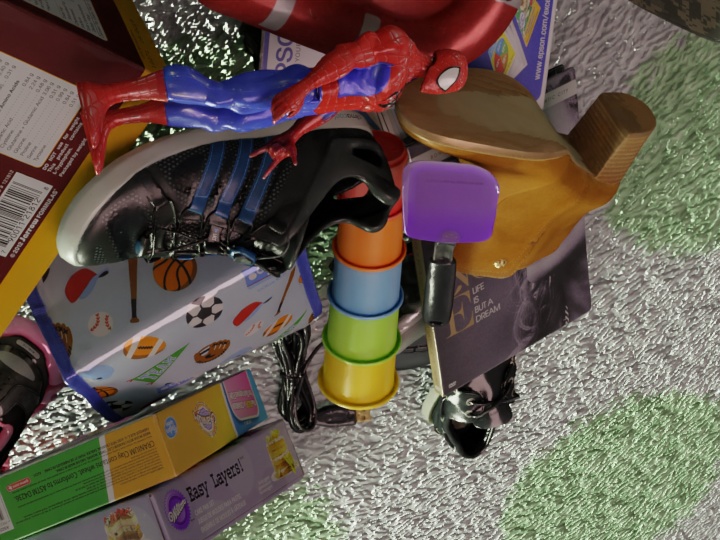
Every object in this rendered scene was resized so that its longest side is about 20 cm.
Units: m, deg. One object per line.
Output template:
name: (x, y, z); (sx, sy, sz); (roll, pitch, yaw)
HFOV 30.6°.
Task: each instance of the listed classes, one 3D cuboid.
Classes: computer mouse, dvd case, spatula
computer mouse: (0.025, 0.075, 1.055); (0.197, 0.046, 0.142); (-12, 132, -20)
dvd case: (0.100, -0.026, 0.927); (0.148, 0.016, 0.202); (-27, 124, -25)
spatula: (0.052, -0.009, 0.819); (0.056, 0.021, 0.201); (3, 155, 3)

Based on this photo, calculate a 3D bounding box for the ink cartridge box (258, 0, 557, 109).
ink cartridge box: (0.031, -0.197, 0.776); (0.197, 0.047, 0.201); (-1, 108, -25)

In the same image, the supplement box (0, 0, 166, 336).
supplement box: (-0.246, -0.094, 0.691); (0.199, 0.133, 0.198); (22, 116, -41)

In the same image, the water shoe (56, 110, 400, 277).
water shoe: (-0.065, -0.035, 0.718); (0.198, 0.079, 0.072); (-22, 156, -27)

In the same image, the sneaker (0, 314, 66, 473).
sneaker: (-0.267, 0.121, 0.877); (0.078, 0.096, 0.201); (30, 122, -8)

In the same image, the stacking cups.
stacking cups: (0.000, 0.000, 0.880); (0.060, 0.061, 0.202); (-13, 130, -18)

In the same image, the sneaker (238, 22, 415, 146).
sneaker: (-0.010, -0.122, 0.853); (0.073, 0.072, 0.200); (-52, 135, -8)

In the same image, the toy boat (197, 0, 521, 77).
toy boat: (0.006, -0.171, 0.670); (0.198, 0.131, 0.132); (16, 101, -30)

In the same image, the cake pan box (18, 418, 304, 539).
cake pan box: (-0.161, 0.174, 0.901); (0.198, 0.053, 0.184); (-23, 177, 27)

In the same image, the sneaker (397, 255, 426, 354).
sneaker: (0.087, 0.008, 0.987); (0.199, 0.075, 0.082); (-37, 120, -3)

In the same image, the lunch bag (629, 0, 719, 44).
lunch bag: (0.241, -0.264, 0.810); (0.167, 0.139, 0.201); (-40, 141, -17)

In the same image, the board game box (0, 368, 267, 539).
board game box: (-0.161, 0.124, 0.891); (0.151, 0.041, 0.200); (-23, 179, 13)

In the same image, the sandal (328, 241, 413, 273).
sandal: (0.066, -0.048, 0.947); (0.199, 0.075, 0.045); (-33, 94, -2)

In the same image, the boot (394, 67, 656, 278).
boot: (0.081, -0.049, 0.820); (0.199, 0.071, 0.145); (-2, 142, -34)

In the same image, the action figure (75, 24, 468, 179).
action figure: (-0.039, -0.086, 0.663); (0.197, 0.052, 0.066); (-15, 164, -12)

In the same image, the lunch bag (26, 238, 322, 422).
lunch bag: (-0.119, 0.014, 0.863); (0.168, 0.125, 0.200); (-28, 159, -4)

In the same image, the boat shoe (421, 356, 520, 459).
boat shoe: (0.096, 0.100, 1.057); (0.074, 0.067, 0.200); (-20, 157, -22)
